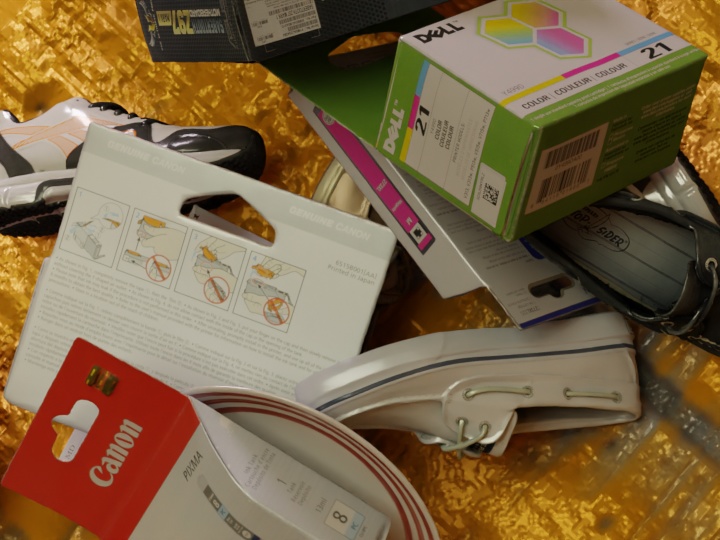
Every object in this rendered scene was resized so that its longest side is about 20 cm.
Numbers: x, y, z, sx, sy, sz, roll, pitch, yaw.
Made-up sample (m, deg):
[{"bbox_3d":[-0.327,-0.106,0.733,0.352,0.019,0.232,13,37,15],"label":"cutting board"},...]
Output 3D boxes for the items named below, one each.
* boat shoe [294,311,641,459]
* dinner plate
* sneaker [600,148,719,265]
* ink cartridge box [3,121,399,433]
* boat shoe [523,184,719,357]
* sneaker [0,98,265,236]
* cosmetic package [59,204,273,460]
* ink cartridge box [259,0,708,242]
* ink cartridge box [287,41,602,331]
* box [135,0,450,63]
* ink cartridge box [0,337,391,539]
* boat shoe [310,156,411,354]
[{"bbox_3d":[0.066,0.070,1.439,0.200,0.074,0.067,-11,74,-14],"label":"boat shoe"},{"bbox_3d":[-0.043,0.136,1.463,0.200,0.200,0.024,4,41,26],"label":"dinner plate"},{"bbox_3d":[0.126,-0.083,1.501,0.080,0.074,0.200,-37,62,12],"label":"sneaker"},{"bbox_3d":[-0.089,0.026,1.502,0.200,0.044,0.174,20,98,12],"label":"ink cartridge box"},{"bbox_3d":[0.168,0.002,1.421,0.199,0.066,0.075,35,114,3],"label":"boat shoe"},{"bbox_3d":[-0.152,-0.075,1.618,0.200,0.074,0.080,-6,70,22],"label":"sneaker"},{"bbox_3d":[-0.108,0.068,1.573,0.082,0.051,0.200,25,85,29],"label":"cosmetic package"},{"bbox_3d":[0.061,-0.114,1.416,0.200,0.148,0.076,36,131,29],"label":"ink cartridge box"},{"bbox_3d":[0.052,-0.044,1.470,0.200,0.095,0.037,51,128,19],"label":"ink cartridge box"},{"bbox_3d":[-0.008,-0.164,1.455,0.200,0.158,0.051,-19,102,-22],"label":"box"},{"bbox_3d":[-0.102,0.142,1.450,0.200,0.160,0.047,31,47,-2],"label":"ink cartridge box"},{"bbox_3d":[0.000,0.000,1.539,0.064,0.071,0.200,24,95,24],"label":"boat shoe"}]
